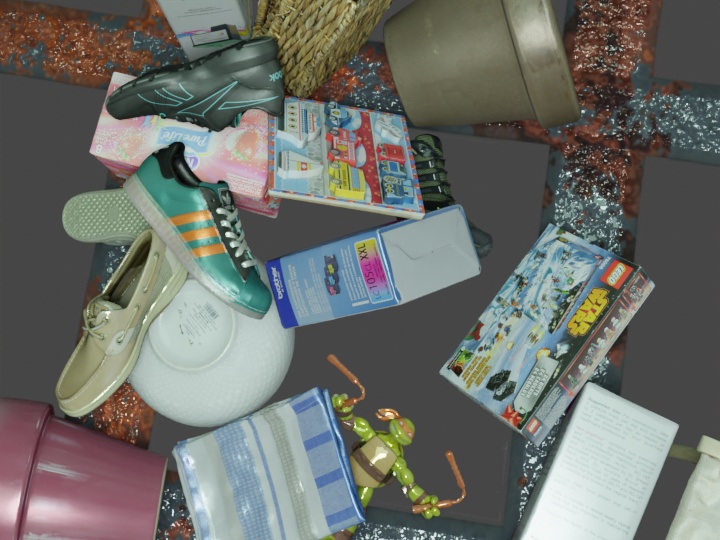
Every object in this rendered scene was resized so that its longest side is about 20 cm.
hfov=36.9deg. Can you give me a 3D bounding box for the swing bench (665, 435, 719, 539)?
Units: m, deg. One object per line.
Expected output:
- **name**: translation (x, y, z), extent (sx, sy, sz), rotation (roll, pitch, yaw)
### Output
- **swing bench**: translation (0.322, 0.275, 1.007), extent (0.128, 0.200, 0.202), rotation (24, 83, 9)

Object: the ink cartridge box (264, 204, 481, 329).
- **ink cartridge box**: translation (0.000, 0.000, 1.087), extent (0.198, 0.135, 0.078), rotation (-16, 91, 44)

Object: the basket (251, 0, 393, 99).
- **basket**: translation (-0.057, -0.290, 1.108), extent (0.149, 0.200, 0.143), rotation (46, 61, -2)

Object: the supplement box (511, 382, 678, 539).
- **supplement box**: translation (0.225, 0.225, 1.075), extent (0.102, 0.101, 0.203), rotation (23, 84, 9)

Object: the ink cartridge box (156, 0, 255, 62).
- **ink cartridge box**: translation (-0.167, -0.324, 1.157), extent (0.082, 0.200, 0.148), rotation (-6, 80, 1)

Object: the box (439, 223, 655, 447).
- **box**: translation (0.187, 0.061, 1.099), extent (0.201, 0.040, 0.137), rotation (-52, 39, -4)

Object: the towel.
- **towel**: translation (-0.099, 0.218, 1.112), extent (0.198, 0.024, 0.149), rotation (-24, 75, 22)

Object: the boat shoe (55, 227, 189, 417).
- **boat shoe**: translation (-0.250, 0.050, 1.086), extent (0.072, 0.065, 0.201), rotation (24, 76, 40)

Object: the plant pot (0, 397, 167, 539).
- **plant pot**: translation (-0.291, 0.241, 1.088), extent (0.176, 0.200, 0.204), rotation (10, 81, -8)

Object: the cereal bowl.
- **cereal bowl**: translation (-0.171, 0.063, 1.151), extent (0.196, 0.083, 0.204), rotation (-1, 80, 7)

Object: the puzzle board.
- **puzzle board**: translation (-0.018, -0.120, 1.070), extent (0.148, 0.201, 0.018), rotation (9, 123, -11)

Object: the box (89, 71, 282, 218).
- **box**: translation (-0.178, -0.135, 1.175), extent (0.197, 0.103, 0.096), rotation (15, 82, 7)

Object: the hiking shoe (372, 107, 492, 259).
- **hiking shoe**: translation (0.069, -0.094, 1.157), extent (0.199, 0.076, 0.101), rotation (35, 88, 11)

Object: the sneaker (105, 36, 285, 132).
- **sneaker**: translation (-0.167, -0.173, 1.090), extent (0.197, 0.076, 0.080), rotation (-11, 110, 21)

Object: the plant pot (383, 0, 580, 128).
- **plant pot**: translation (0.121, -0.227, 1.115), extent (0.172, 0.200, 0.204), rotation (-16, 79, 13)

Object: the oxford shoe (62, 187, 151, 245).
- **oxford shoe**: translation (-0.229, -0.058, 1.171), extent (0.197, 0.058, 0.077), rotation (1, 87, 22)

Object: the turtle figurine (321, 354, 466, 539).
- **turtle figurine**: translation (-0.001, 0.198, 1.121), extent (0.161, 0.064, 0.200), rotation (-45, 88, 5)

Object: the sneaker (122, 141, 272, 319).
- **sneaker**: translation (-0.149, -0.043, 1.084), extent (0.080, 0.071, 0.200), rotation (-44, 85, 10)
